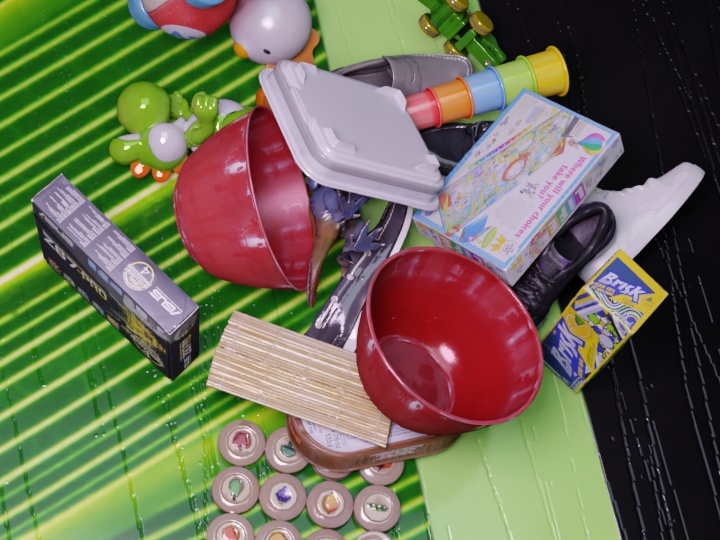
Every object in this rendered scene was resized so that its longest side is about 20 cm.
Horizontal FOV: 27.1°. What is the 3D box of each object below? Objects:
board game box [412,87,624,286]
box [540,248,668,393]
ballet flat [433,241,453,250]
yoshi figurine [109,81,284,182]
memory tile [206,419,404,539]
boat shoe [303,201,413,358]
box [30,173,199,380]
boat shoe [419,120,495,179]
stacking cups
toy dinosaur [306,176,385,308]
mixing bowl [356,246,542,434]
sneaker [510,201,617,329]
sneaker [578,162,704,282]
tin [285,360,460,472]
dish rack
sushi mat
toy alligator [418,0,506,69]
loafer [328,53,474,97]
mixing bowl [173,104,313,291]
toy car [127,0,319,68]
[{"bbox_3d":[0.170,-0.093,1.604,0.134,0.034,0.200,32,73,34],"label":"board game box"},{"bbox_3d":[0.247,0.057,1.557,0.070,0.200,0.064,44,68,10],"label":"box"},{"bbox_3d":[0.091,-0.007,1.638,0.072,0.072,0.200,39,67,9],"label":"ballet flat"},{"bbox_3d":[-0.184,-0.174,1.649,0.199,0.113,0.112,-13,54,-10],"label":"yoshi figurine"},{"bbox_3d":[-0.056,0.237,1.540,0.199,0.017,0.154,9,67,-5],"label":"memory tile"},{"bbox_3d":[0.000,0.000,1.618,0.060,0.074,0.201,25,75,-3],"label":"boat shoe"},{"bbox_3d":[-0.248,0.011,1.527,0.200,0.161,0.049,43,69,9],"label":"box"},{"bbox_3d":[0.151,-0.140,1.697,0.198,0.066,0.075,10,68,-4],"label":"boat shoe"},{"bbox_3d":[0.136,-0.200,1.701,0.199,0.061,0.061,-18,71,-11],"label":"stacking cups"},{"bbox_3d":[-0.044,-0.086,1.614,0.200,0.181,0.105,-44,123,-8],"label":"toy dinosaur"},{"bbox_3d":[0.071,0.089,1.503,0.199,0.108,0.201,17,50,-22],"label":"mixing bowl"},{"bbox_3d":[0.194,0.000,1.607,0.076,0.088,0.200,42,92,10],"label":"sneaker"},{"bbox_3d":[0.293,-0.081,1.690,0.116,0.074,0.200,44,70,7],"label":"sneaker"},{"bbox_3d":[0.021,0.146,1.567,0.199,0.042,0.112,-10,66,-16],"label":"tin"},{"bbox_3d":[-0.001,-0.149,1.562,0.199,0.044,0.172,10,44,-41],"label":"dish rack"},{"bbox_3d":[-0.055,0.112,1.545,0.199,0.012,0.096,19,58,2],"label":"sushi mat"},{"bbox_3d":[0.135,-0.275,1.761,0.200,0.059,0.054,43,33,-8],"label":"toy alligator"},{"bbox_3d":[0.039,-0.213,1.707,0.199,0.070,0.070,-16,73,-13],"label":"loafer"},{"bbox_3d":[-0.130,-0.066,1.576,0.108,0.200,0.201,-13,68,13],"label":"mixing bowl"},{"bbox_3d":[-0.130,-0.288,1.688,0.177,0.184,0.200,-46,109,-21],"label":"toy car"}]
